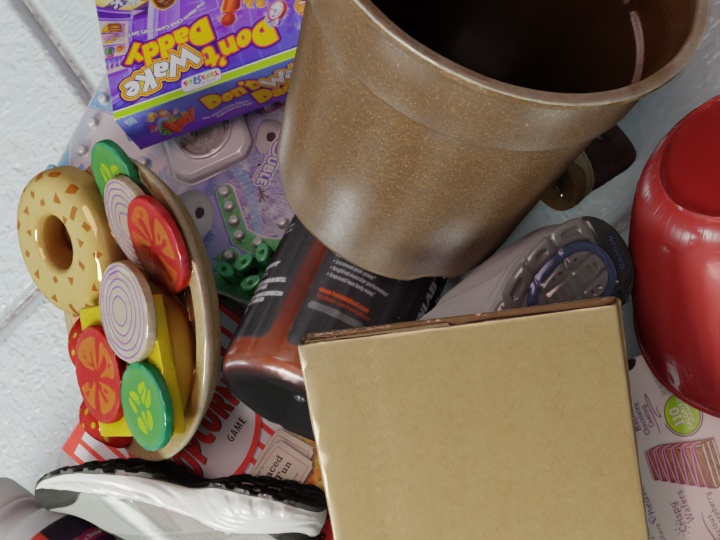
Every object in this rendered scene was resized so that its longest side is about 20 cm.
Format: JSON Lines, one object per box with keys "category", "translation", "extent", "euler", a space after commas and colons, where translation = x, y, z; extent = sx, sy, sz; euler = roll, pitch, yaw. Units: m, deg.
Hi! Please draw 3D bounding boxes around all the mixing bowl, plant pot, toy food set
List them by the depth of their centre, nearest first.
{"category": "plant pot", "translation": [0.049, -0.106, 0.677], "extent": [0.199, 0.198, 0.201], "euler": [8, 57, -12]}
{"category": "mixing bowl", "translation": [0.222, -0.029, 0.678], "extent": [0.200, 0.108, 0.201], "euler": [-22, 41, 21]}
{"category": "toy food set", "translation": [-0.150, 0.021, 0.796], "extent": [0.198, 0.049, 0.201], "euler": [-11, 88, 53]}

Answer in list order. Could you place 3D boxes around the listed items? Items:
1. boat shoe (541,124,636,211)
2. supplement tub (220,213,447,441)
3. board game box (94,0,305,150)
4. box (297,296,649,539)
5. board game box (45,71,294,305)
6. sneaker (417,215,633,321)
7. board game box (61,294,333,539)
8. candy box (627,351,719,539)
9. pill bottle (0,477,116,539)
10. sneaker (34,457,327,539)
{"category": "boat shoe", "translation": [0.100, -0.129, 0.818], "extent": [0.072, 0.072, 0.200], "euler": [-29, 63, -16]}
{"category": "supplement tub", "translation": [0.000, 0.000, 0.788], "extent": [0.107, 0.107, 0.201], "euler": [15, 65, 22]}
{"category": "board game box", "translation": [-0.076, -0.179, 0.864], "extent": [0.199, 0.045, 0.135], "euler": [-18, 65, 8]}
{"category": "box", "translation": [0.064, 0.121, 0.653], "extent": [0.163, 0.021, 0.201], "euler": [-8, 101, 12]}
{"category": "board game box", "translation": [-0.109, -0.097, 0.882], "extent": [0.199, 0.026, 0.201], "euler": [20, 76, 22]}
{"category": "sneaker", "translation": [0.060, 0.046, 0.707], "extent": [0.200, 0.087, 0.075], "euler": [-36, 101, -5]}
{"category": "board game box", "translation": [-0.084, 0.117, 0.856], "extent": [0.200, 0.046, 0.152], "euler": [35, 95, 21]}
{"category": "candy box", "translation": [0.210, 0.104, 0.741], "extent": [0.199, 0.061, 0.137], "euler": [-25, 75, 15]}
{"category": "pill bottle", "translation": [-0.188, 0.226, 0.846], "extent": [0.200, 0.111, 0.112], "euler": [31, 94, 21]}
{"category": "sneaker", "translation": [-0.120, 0.162, 0.801], "extent": [0.199, 0.074, 0.080], "euler": [7, 91, 21]}
